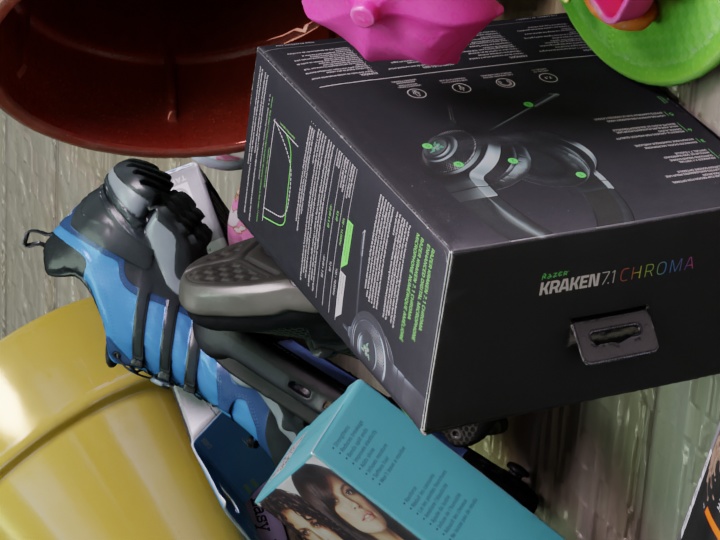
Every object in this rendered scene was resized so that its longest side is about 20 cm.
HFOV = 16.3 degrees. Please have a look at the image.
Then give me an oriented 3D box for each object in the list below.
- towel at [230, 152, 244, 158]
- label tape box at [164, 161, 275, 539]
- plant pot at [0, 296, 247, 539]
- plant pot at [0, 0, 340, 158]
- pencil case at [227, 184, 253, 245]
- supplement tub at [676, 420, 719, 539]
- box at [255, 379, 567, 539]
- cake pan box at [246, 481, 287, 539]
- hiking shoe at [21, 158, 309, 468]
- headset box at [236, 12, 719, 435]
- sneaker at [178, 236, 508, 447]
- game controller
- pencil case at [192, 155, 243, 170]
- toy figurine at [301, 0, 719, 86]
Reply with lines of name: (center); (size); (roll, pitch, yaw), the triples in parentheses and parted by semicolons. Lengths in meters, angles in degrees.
towel: (-0.063, -0.124, 1.354); (0.199, 0.023, 0.153); (15, 131, 38)
label tape box: (-0.076, 0.055, 1.487); (0.143, 0.066, 0.201); (62, -176, -68)
plant pot: (-0.164, 0.149, 1.535); (0.189, 0.200, 0.201); (53, 146, 16)
plant pot: (-0.088, -0.187, 1.207); (0.201, 0.199, 0.197); (128, 141, -56)
pencil case: (0.000, 0.000, 1.361); (0.200, 0.082, 0.087); (34, 114, 55)
supplement tub: (0.187, 0.104, 0.973); (0.123, 0.122, 0.201); (55, 144, 41)
box: (0.051, 0.142, 1.211); (0.200, 0.049, 0.082); (38, 149, -5)
cake pan box: (-0.091, 0.237, 1.658); (0.200, 0.052, 0.185); (-53, 50, 56)
hiking shoe: (-0.094, 0.037, 1.381); (0.201, 0.086, 0.074); (54, -165, 3)
headset box: (0.066, -0.025, 1.115); (0.200, 0.173, 0.093); (47, 137, 47)
sneaker: (0.012, 0.035, 1.221); (0.076, 0.198, 0.115); (-122, 30, -65)
game controller: (0.002, 0.071, 1.278); (0.199, 0.042, 0.104); (31, 174, 5)
pencil case: (-0.054, -0.141, 1.417); (0.091, 0.083, 0.200); (49, 145, 10)
toy figurine: (0.045, -0.160, 1.077); (0.201, 0.183, 0.151); (56, 141, 30)
